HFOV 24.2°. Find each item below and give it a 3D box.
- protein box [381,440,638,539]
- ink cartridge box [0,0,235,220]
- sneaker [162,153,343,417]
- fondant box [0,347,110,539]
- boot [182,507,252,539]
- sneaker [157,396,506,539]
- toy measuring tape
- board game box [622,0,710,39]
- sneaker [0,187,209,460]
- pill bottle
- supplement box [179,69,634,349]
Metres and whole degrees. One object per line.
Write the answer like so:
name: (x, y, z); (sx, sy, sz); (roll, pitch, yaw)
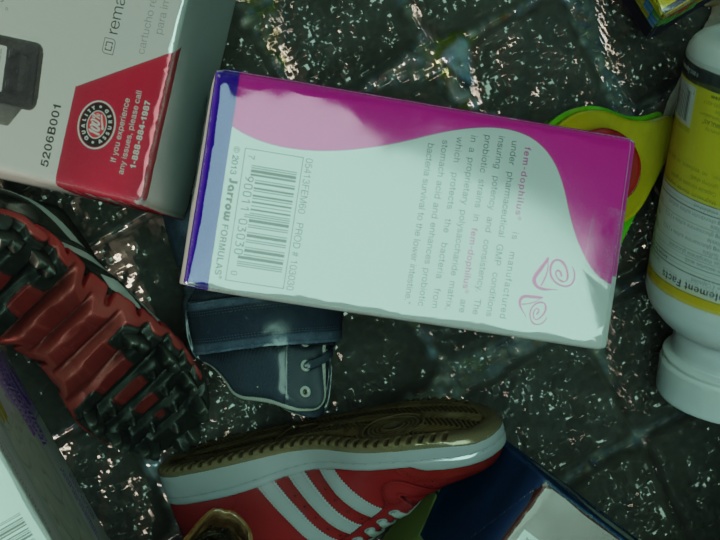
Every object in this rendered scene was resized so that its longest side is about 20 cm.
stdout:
protein box: (0.112, 0.200, 0.864); (0.200, 0.199, 0.135); (38, 89, -7)
ink cartridge box: (-0.174, -0.119, 0.841); (0.199, 0.083, 0.146); (13, 90, 11)
sneaker: (-0.001, 0.000, 0.897); (0.201, 0.077, 0.147); (-9, 88, -2)
fondant box: (-0.178, 0.111, 0.822); (0.058, 0.200, 0.145); (-29, 96, -6)
boot: (-0.094, 0.224, 0.812); (0.076, 0.155, 0.201); (21, 54, -6)
sneaker: (-0.006, 0.136, 0.885); (0.199, 0.071, 0.113); (-12, 98, 27)
toy measuring tape: (0.139, -0.087, 0.924); (0.073, 0.074, 0.201); (29, 80, -8)
board game box: (0.197, -0.249, 0.911); (0.199, 0.057, 0.166); (-31, 85, -5)
sneaker: (-0.152, 0.021, 0.876); (0.071, 0.098, 0.200); (-41, 128, 5)
pill bottle: (0.214, -0.024, 0.896); (0.111, 0.112, 0.201); (3, 112, -7)
supplement box: (0.019, -0.027, 0.811); (0.199, 0.103, 0.102); (9, 89, -7)
